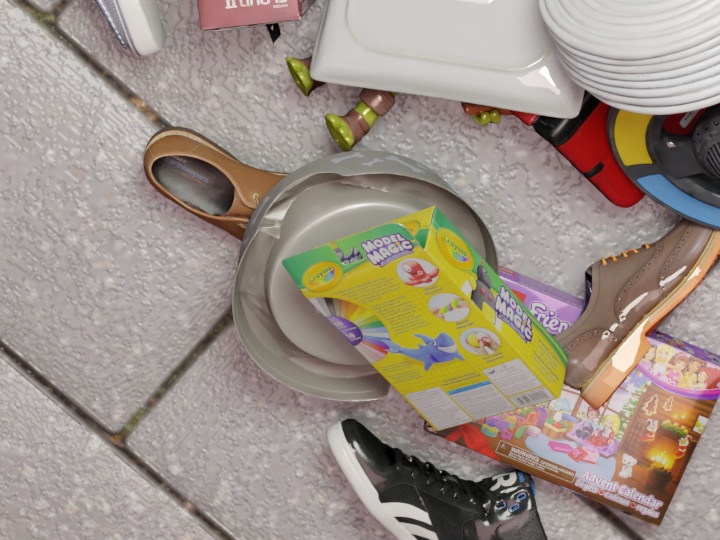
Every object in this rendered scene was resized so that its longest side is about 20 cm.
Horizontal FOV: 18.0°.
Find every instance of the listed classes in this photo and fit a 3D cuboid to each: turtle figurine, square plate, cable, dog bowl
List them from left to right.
[{"bbox_3d":[0.000,0.000,1.681,0.199,0.059,0.201,-5,122,-8],"label":"dog bowl"},{"bbox_3d":[0.027,-0.173,1.667,0.161,0.064,0.200,-34,101,-5],"label":"turtle figurine"},{"bbox_3d":[0.075,-0.219,1.607,0.197,0.028,0.201,10,83,12],"label":"square plate"},{"bbox_3d":[0.216,-0.196,1.504,0.200,0.200,0.069,-34,131,0],"label":"cable"}]

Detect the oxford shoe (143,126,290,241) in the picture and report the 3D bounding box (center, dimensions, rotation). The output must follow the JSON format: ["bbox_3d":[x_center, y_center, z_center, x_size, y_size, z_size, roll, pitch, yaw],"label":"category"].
[{"bbox_3d":[-0.074,-0.043,1.707,0.199,0.071,0.072,21,103,-5],"label":"oxford shoe"}]

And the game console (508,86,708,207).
[{"bbox_3d":[0.184,-0.179,1.650,0.200,0.119,0.172,-51,133,1],"label":"game console"}]

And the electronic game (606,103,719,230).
[{"bbox_3d":[0.269,-0.086,1.572,0.199,0.042,0.200,14,148,9],"label":"electronic game"}]

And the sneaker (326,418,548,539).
[{"bbox_3d":[0.071,0.168,1.754,0.112,0.073,0.200,-36,107,9],"label":"sneaker"}]

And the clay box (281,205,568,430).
[{"bbox_3d":[0.046,0.029,1.620,0.115,0.048,0.200,-18,129,35],"label":"clay box"}]

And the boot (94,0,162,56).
[{"bbox_3d":[-0.218,-0.242,1.670,0.090,0.073,0.201,-21,92,8],"label":"boot"}]

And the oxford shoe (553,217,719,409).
[{"bbox_3d":[0.209,0.004,1.679,0.073,0.071,0.200,37,80,6],"label":"oxford shoe"}]

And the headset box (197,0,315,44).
[{"bbox_3d":[-0.078,-0.262,1.611,0.077,0.149,0.201,-6,103,7],"label":"headset box"}]

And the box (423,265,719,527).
[{"bbox_3d":[0.164,0.095,1.738,0.199,0.039,0.137,22,103,-1],"label":"box"}]
